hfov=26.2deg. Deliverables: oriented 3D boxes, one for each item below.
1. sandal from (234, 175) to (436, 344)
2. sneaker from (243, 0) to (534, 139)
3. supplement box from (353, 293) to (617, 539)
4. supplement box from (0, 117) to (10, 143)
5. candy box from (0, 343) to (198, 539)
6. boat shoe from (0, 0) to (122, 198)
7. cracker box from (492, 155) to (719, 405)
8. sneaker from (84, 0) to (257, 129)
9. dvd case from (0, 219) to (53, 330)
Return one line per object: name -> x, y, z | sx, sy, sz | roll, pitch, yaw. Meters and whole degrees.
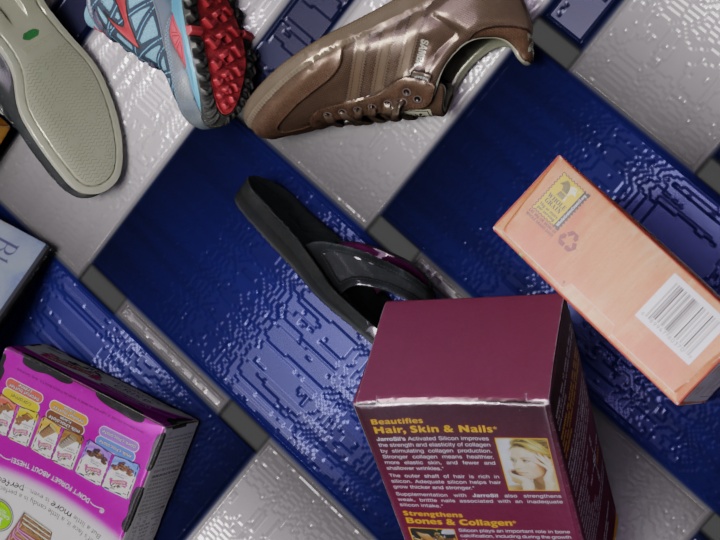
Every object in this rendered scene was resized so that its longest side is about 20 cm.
sandal -> -0.001, 0.000, 0.999 | 0.200, 0.075, 0.048 | 44, 107, 15
sneaker -> 0.017, -0.124, 0.998 | 0.200, 0.070, 0.076 | -29, 81, 17
supplement box -> 0.080, 0.114, 0.907 | 0.110, 0.086, 0.200 | -2, 132, 19
supplement box -> -0.350, -0.134, 1.120 | 0.200, 0.069, 0.067 | 39, 101, 23
candy box -> -0.213, 0.169, 1.080 | 0.136, 0.061, 0.200 | 25, 97, 18
boat shoe -> -0.235, -0.136, 1.100 | 0.200, 0.072, 0.068 | 58, 144, 4
cracker box -> 0.158, 0.011, 0.876 | 0.134, 0.200, 0.058 | 44, 98, 14
sneaker -> -0.139, -0.177, 1.060 | 0.096, 0.079, 0.200 | -28, 72, 27
dvd case -> -0.337, -0.007, 1.078 | 0.200, 0.018, 0.143 | 28, 59, 0
